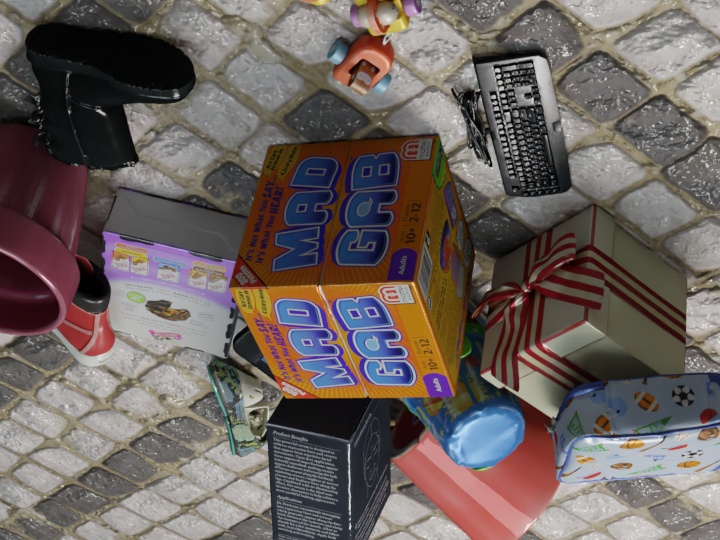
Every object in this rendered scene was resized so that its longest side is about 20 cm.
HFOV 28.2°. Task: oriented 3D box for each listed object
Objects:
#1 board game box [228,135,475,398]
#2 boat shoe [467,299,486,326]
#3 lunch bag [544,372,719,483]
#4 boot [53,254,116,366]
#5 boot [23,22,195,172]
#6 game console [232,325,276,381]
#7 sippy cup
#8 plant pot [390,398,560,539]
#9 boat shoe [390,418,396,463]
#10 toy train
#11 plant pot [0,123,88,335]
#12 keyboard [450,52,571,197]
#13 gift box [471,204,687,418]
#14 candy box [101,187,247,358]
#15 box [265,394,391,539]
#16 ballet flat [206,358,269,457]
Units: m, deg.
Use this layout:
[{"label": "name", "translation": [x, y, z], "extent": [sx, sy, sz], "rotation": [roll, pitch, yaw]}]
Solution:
[{"label": "board game box", "translation": [0.000, 0.000, 1.554], "extent": [0.198, 0.201, 0.200], "rotation": [-3, 140, 18]}, {"label": "boat shoe", "translation": [0.114, 0.079, 1.728], "extent": [0.199, 0.073, 0.072], "rotation": [32, 138, -24]}, {"label": "lunch bag", "translation": [0.297, 0.172, 1.526], "extent": [0.198, 0.076, 0.161], "rotation": [-2, 152, -3]}, {"label": "boot", "translation": [-0.369, 0.008, 1.729], "extent": [0.199, 0.072, 0.145], "rotation": [36, 143, 24]}, {"label": "boot", "translation": [-0.261, -0.171, 1.513], "extent": [0.197, 0.074, 0.163], "rotation": [13, 141, 10]}, {"label": "game console", "translation": [-0.035, 0.125, 1.782], "extent": [0.170, 0.119, 0.200], "rotation": [-39, 122, 21]}, {"label": "sippy cup", "translation": [0.124, 0.152, 1.651], "extent": [0.177, 0.131, 0.140], "rotation": [30, 110, -35]}, {"label": "plant pot", "translation": [0.142, 0.226, 1.828], "extent": [0.177, 0.201, 0.200], "rotation": [34, 138, -12]}, {"label": "boat shoe", "translation": [0.014, 0.231, 1.900], "extent": [0.072, 0.068, 0.199], "rotation": [-12, 166, 34]}, {"label": "toy train", "translation": [-0.029, -0.238, 1.378], "extent": [0.199, 0.056, 0.150], "rotation": [33, 137, -26]}, {"label": "plant pot", "translation": [-0.392, -0.055, 1.598], "extent": [0.198, 0.180, 0.201], "rotation": [12, 149, 7]}, {"label": "keyboard", "translation": [0.154, -0.136, 1.472], "extent": [0.103, 0.040, 0.201], "rotation": [-3, 139, 17]}, {"label": "gift box", "translation": [0.244, 0.062, 1.576], "extent": [0.186, 0.201, 0.184], "rotation": [34, 132, -24]}, {"label": "candy box", "translation": [-0.224, 0.007, 1.730], "extent": [0.166, 0.072, 0.201], "rotation": [13, 142, -2]}, {"label": "box", "translation": [-0.034, 0.226, 1.713], "extent": [0.106, 0.149, 0.201], "rotation": [10, 124, 16]}, {"label": "ballet flat", "translation": [-0.160, 0.179, 1.950], "extent": [0.074, 0.075, 0.201], "rotation": [5, 144, 9]}]
